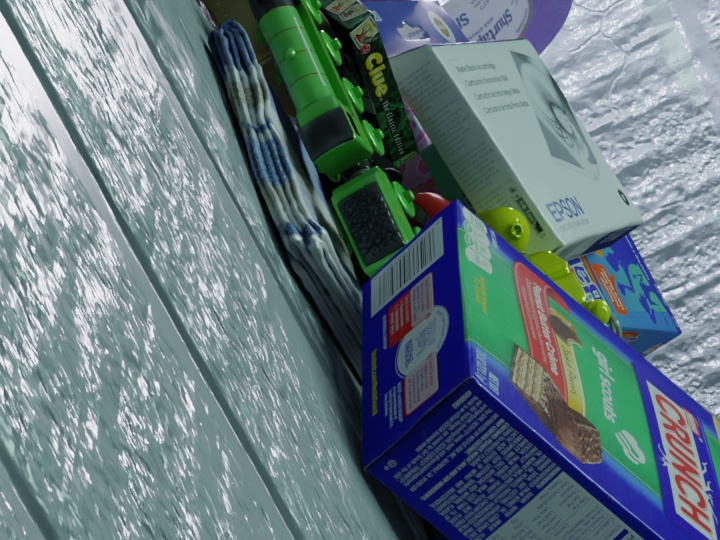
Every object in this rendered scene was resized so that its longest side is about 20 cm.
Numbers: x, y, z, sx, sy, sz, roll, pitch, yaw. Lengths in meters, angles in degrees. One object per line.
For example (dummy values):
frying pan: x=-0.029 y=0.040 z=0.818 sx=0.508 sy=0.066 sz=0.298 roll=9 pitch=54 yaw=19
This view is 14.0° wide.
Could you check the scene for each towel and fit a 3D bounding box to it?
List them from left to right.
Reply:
towel: x=-0.025 y=-0.028 z=1.535 sx=0.147 sy=0.024 sz=0.200 roll=60 pitch=6 yaw=-41

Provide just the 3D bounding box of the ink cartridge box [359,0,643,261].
ink cartridge box: x=0.085 y=-0.096 z=1.813 sx=0.200 sy=0.041 sz=0.200 roll=56 pitch=19 yaw=6

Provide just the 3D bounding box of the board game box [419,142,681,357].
board game box: x=0.127 y=-0.016 z=1.916 sx=0.152 sy=0.045 sz=0.200 roll=63 pitch=21 yaw=14

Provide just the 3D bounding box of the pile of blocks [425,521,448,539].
pile of blocks: x=0.088 y=0.165 z=1.462 sx=0.200 sy=0.062 sz=0.082 roll=62 pitch=5 yaw=-9

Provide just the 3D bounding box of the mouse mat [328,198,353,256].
mouse mat: x=0.000 y=0.000 z=1.748 sx=0.200 sy=0.008 sz=0.161 roll=57 pitch=8 yaw=-44

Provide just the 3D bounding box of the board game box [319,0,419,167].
board game box: x=-0.029 y=-0.148 z=1.779 sx=0.200 sy=0.023 sz=0.105 roll=47 pitch=-16 yaw=51

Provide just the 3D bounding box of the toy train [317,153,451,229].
toy train: x=0.037 y=-0.020 z=1.603 sx=0.034 sy=0.046 sz=0.200 roll=-1 pitch=29 yaw=-37

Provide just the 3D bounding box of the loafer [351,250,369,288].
loafer: x=0.042 y=0.044 z=1.632 sx=0.071 sy=0.073 sz=0.200 roll=72 pitch=5 yaw=-46

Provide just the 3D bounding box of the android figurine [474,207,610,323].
android figurine: x=0.096 y=0.052 z=1.694 sx=0.200 sy=0.041 sz=0.183 roll=-15 pitch=-84 yaw=65

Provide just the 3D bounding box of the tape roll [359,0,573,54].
tape roll: x=0.041 y=-0.179 z=1.981 sx=0.066 sy=0.200 sz=0.200 roll=65 pitch=5 yaw=27

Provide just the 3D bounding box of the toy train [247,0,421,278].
toy train: x=-0.015 y=-0.077 z=1.584 sx=0.200 sy=0.042 sz=0.056 roll=65 pitch=12 yaw=23

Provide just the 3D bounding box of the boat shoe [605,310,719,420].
boat shoe: x=0.152 y=0.074 z=1.733 sx=0.202 sy=0.065 sz=0.075 roll=42 pitch=-36 yaw=53

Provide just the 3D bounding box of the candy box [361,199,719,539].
candy box: x=0.095 y=0.086 z=1.408 sx=0.200 sy=0.077 sz=0.169 roll=41 pitch=22 yaw=-21

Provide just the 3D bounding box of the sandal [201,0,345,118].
sandal: x=-0.074 y=-0.180 z=1.663 sx=0.070 sy=0.078 sz=0.212 roll=39 pitch=-20 yaw=46

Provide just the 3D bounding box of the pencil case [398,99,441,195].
pencil case: x=0.042 y=-0.040 z=1.933 sx=0.201 sy=0.087 sz=0.087 roll=66 pitch=5 yaw=20
